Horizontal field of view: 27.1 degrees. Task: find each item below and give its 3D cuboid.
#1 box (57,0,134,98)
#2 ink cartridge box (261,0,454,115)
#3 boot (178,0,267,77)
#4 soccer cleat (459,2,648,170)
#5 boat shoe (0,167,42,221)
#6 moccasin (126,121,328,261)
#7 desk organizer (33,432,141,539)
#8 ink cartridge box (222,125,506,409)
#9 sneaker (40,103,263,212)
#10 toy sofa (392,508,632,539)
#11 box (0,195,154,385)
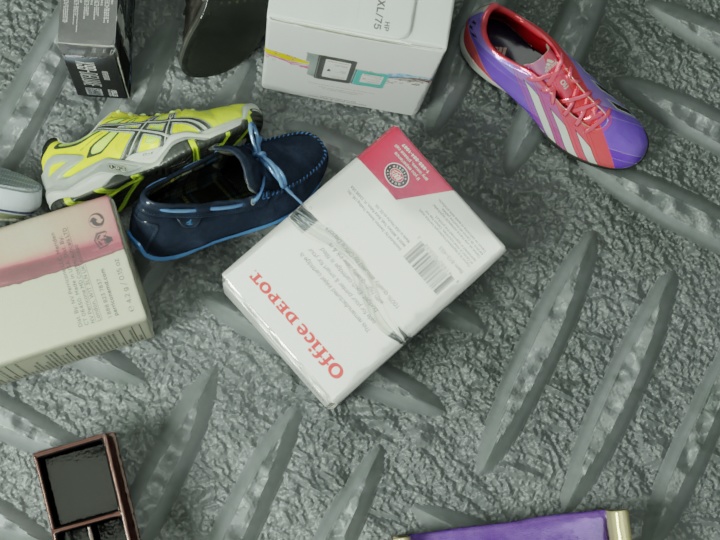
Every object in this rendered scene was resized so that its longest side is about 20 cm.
[{"bbox_3d":[-0.217,-0.262,1.258,0.050,0.158,0.201,3,81,-5],"label":"box"},{"bbox_3d":[0.000,-0.235,1.251,0.145,0.200,0.147,10,80,-4],"label":"ink cartridge box"},{"bbox_3d":[-0.135,-0.289,1.299,0.069,0.200,0.174,-5,50,-30],"label":"boot"},{"bbox_3d":[0.173,-0.161,1.320,0.200,0.073,0.068,40,80,2],"label":"soccer cleat"},{"bbox_3d":[-0.370,-0.061,1.268,0.199,0.072,0.062,8,106,0],"label":"boat shoe"},{"bbox_3d":[-0.101,-0.070,1.252,0.080,0.068,0.200,40,53,22],"label":"moccasin"},{"bbox_3d":[-0.215,0.237,1.224,0.071,0.077,0.201,-14,83,-7],"label":"desk organizer"},{"bbox_3d":[0.000,0.000,1.275,0.200,0.084,0.145,-41,87,-10],"label":"ink cartridge box"},{"bbox_3d":[-0.180,-0.110,1.282,0.199,0.075,0.077,-21,71,-14],"label":"sneaker"},{"bbox_3d":[0.129,0.250,1.244,0.199,0.098,0.083,-6,83,-5],"label":"toy sofa"},{"bbox_3d":[-0.280,0.027,1.224,0.199,0.128,0.109,-17,83,-8],"label":"box"}]
